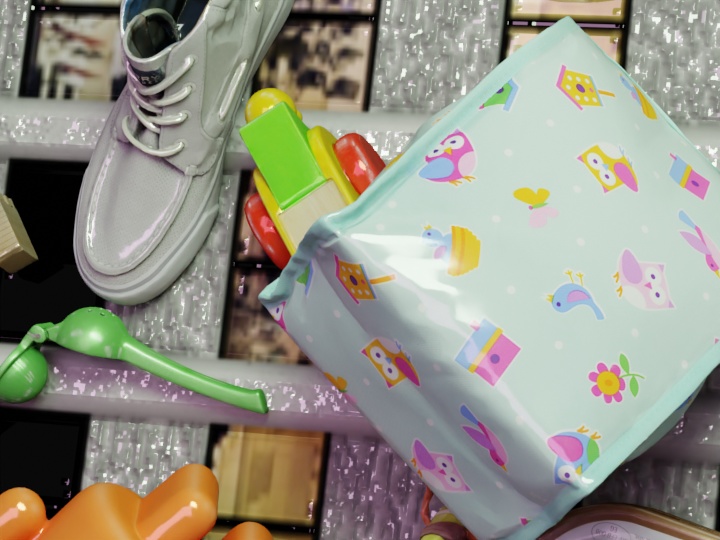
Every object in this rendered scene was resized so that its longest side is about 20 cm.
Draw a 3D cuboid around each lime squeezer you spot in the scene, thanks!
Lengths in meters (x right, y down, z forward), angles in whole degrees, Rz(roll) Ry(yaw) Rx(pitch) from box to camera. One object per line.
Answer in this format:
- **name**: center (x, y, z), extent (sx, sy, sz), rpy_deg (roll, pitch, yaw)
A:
- **lime squeezer**: center (-0.146, 0.058, 1.395), extent (0.199, 0.038, 0.071), rpy_deg (-16, 106, 13)

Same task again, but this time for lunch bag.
- **lunch bag**: center (0.084, 0.000, 1.256), extent (0.170, 0.122, 0.200), rpy_deg (46, 58, 5)

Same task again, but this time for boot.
- **boot**: center (-0.098, -0.085, 1.369), extent (0.073, 0.096, 0.200), rpy_deg (19, 85, 20)

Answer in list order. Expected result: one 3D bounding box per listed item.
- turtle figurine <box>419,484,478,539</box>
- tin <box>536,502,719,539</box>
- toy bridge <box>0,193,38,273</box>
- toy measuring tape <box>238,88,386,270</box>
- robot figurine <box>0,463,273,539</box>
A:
- **turtle figurine**: center (0.026, 0.175, 1.267), extent (0.161, 0.064, 0.200), rpy_deg (37, 100, 34)
- **tin**: center (0.154, 0.173, 1.268), extent (0.200, 0.042, 0.112), rpy_deg (18, 89, 20)
- **toy bridge**: center (-0.261, 0.013, 1.438), extent (0.200, 0.027, 0.067), rpy_deg (-29, 69, 10)
- **toy measuring tape**: center (0.000, 0.000, 1.334), extent (0.073, 0.074, 0.200), rpy_deg (-32, 69, 9)
- **robot figurine**: center (-0.127, 0.179, 1.315), extent (0.200, 0.144, 0.117), rpy_deg (-41, 48, 5)
